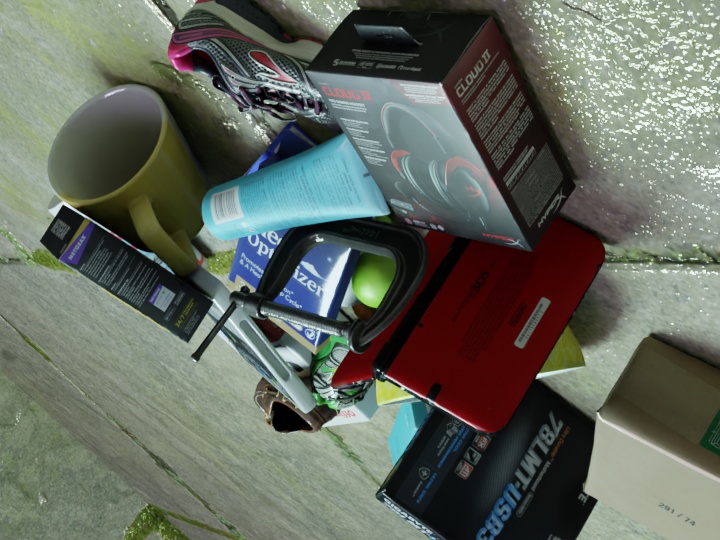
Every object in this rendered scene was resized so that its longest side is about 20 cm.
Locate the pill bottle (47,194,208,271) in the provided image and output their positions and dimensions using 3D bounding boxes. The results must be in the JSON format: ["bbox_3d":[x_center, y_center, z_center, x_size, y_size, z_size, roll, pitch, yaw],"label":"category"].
[{"bbox_3d":[-0.294,-0.039,1.595,0.200,0.109,0.108,45,155,-22],"label":"pill bottle"}]

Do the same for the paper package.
[{"bbox_3d":[0.314,0.177,1.148,0.199,0.104,0.191,28,156,21],"label":"paper package"}]

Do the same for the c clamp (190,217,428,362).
[{"bbox_3d":[-0.036,0.023,1.090,0.198,0.172,0.027,7,149,40],"label":"c clamp"}]

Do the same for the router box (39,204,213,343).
[{"bbox_3d":[-0.251,0.000,1.332,0.157,0.053,0.200,35,175,-19],"label":"router box"}]

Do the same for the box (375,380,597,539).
[{"bbox_3d":[0.149,0.213,1.325,0.198,0.201,0.050,36,160,2],"label":"box"}]

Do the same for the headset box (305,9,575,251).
[{"bbox_3d":[0.060,-0.118,0.983,0.148,0.075,0.201,14,149,43],"label":"headset box"}]

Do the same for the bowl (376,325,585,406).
[{"bbox_3d":[0.104,0.057,1.184,0.200,0.198,0.109,151,110,-65],"label":"bowl"}]

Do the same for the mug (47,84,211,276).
[{"bbox_3d":[-0.239,-0.080,1.368,0.148,0.189,0.153,-6,148,23],"label":"mug"}]

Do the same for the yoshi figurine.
[{"bbox_3d":[0.001,0.015,1.291,0.111,0.113,0.200,28,155,1],"label":"yoshi figurine"}]

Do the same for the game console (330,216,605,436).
[{"bbox_3d":[0.090,0.041,1.082,0.171,0.201,0.119,28,158,16],"label":"game console"}]

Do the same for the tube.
[{"bbox_3d":[-0.061,-0.068,1.122,0.199,0.050,0.078,-11,113,43],"label":"tube"}]

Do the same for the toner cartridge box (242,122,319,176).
[{"bbox_3d":[-0.076,-0.077,1.296,0.095,0.043,0.200,41,157,-7],"label":"toner cartridge box"}]

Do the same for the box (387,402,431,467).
[{"bbox_3d":[0.086,0.192,1.516,0.081,0.050,0.200,-7,156,-8],"label":"box"}]

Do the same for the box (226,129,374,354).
[{"bbox_3d":[-0.058,-0.025,1.207,0.121,0.032,0.201,36,134,16],"label":"box"}]

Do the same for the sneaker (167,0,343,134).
[{"bbox_3d":[-0.073,-0.162,1.090,0.199,0.075,0.081,31,156,12],"label":"sneaker"}]

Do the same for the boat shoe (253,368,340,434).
[{"bbox_3d":[-0.085,0.161,1.512,0.070,0.071,0.200,41,157,-14],"label":"boat shoe"}]

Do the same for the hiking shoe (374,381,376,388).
[{"bbox_3d":[0.039,0.099,1.391,0.075,0.101,0.200,35,157,4],"label":"hiking shoe"}]

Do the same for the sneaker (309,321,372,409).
[{"bbox_3d":[-0.003,0.100,1.319,0.077,0.086,0.200,2,168,-15],"label":"sneaker"}]

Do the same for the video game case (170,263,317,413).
[{"bbox_3d":[-0.139,0.060,1.401,0.182,0.023,0.200,54,168,-26],"label":"video game case"}]

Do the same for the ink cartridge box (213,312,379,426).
[{"bbox_3d":[-0.066,0.099,1.562,0.200,0.084,0.144,42,156,-14],"label":"ink cartridge box"}]
